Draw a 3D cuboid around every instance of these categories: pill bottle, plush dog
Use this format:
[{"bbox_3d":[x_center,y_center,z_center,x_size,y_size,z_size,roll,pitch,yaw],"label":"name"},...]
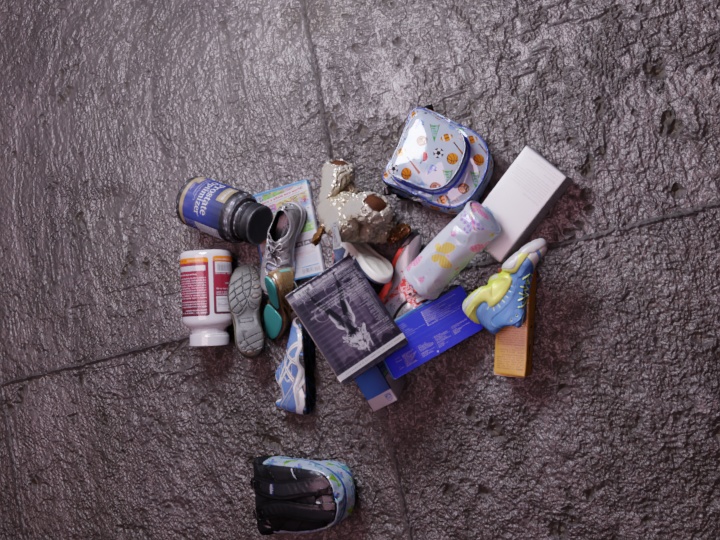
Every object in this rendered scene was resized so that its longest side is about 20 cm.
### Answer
[{"bbox_3d":[-0.328,0.060,1.868,0.112,0.113,0.202,-4,86,22],"label":"pill bottle"},{"bbox_3d":[0.002,-0.101,1.699,0.200,0.171,0.161,47,115,41],"label":"plush dog"},{"bbox_3d":[-0.285,-0.123,1.844,0.199,0.112,0.113,20,96,30],"label":"pill bottle"}]

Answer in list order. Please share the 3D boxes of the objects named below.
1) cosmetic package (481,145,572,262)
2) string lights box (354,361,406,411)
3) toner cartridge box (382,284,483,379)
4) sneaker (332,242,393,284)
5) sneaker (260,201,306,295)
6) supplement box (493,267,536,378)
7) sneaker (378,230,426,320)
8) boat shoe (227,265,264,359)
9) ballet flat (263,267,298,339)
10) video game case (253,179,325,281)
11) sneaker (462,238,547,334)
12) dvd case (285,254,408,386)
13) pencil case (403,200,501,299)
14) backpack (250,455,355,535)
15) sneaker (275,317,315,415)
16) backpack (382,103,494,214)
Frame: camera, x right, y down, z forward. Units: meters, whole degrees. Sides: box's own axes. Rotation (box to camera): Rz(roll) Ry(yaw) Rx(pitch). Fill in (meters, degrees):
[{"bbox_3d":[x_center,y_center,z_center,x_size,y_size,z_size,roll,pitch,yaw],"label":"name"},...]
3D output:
[{"bbox_3d":[0.294,-0.122,1.636,0.102,0.074,0.201,42,106,19],"label":"cosmetic package"},{"bbox_3d":[0.009,0.160,1.700,0.059,0.103,0.201,-30,95,19],"label":"string lights box"},{"bbox_3d":[0.124,0.116,1.659,0.199,0.043,0.096,-29,94,-7],"label":"toner cartridge box"},{"bbox_3d":[0.000,0.000,1.724,0.200,0.074,0.085,48,121,58],"label":"sneaker"},{"bbox_3d":[-0.176,-0.048,1.804,0.074,0.082,0.202,15,95,22],"label":"sneaker"},{"bbox_3d":[0.290,0.097,1.633,0.068,0.066,0.202,0,88,23],"label":"supplement box"},{"bbox_3d":[0.104,0.032,1.715,0.107,0.067,0.203,29,102,19],"label":"sneaker"},{"bbox_3d":[-0.242,0.092,1.847,0.075,0.074,0.202,-2,72,-5],"label":"boat shoe"},{"bbox_3d":[-0.159,0.064,1.800,0.068,0.072,0.201,44,148,31],"label":"ballet flat"},{"bbox_3d":[-0.156,-0.077,1.852,0.142,0.018,0.202,-14,83,22],"label":"video game case"},{"bbox_3d":[0.282,0.036,1.572,0.105,0.076,0.200,48,114,6],"label":"sneaker"},{"bbox_3d":[-0.026,0.091,1.623,0.148,0.016,0.201,-33,78,-8],"label":"dvd case"},{"bbox_3d":[0.169,-0.035,1.608,0.083,0.090,0.200,49,118,13],"label":"pencil case"},{"bbox_3d":[-0.107,0.450,1.759,0.199,0.153,0.165,-13,80,44],"label":"backpack"},{"bbox_3d":[-0.139,0.197,1.804,0.076,0.076,0.202,0,87,18],"label":"sneaker"},{"bbox_3d":[0.155,-0.205,1.662,0.189,0.154,0.202,25,95,11],"label":"backpack"}]
